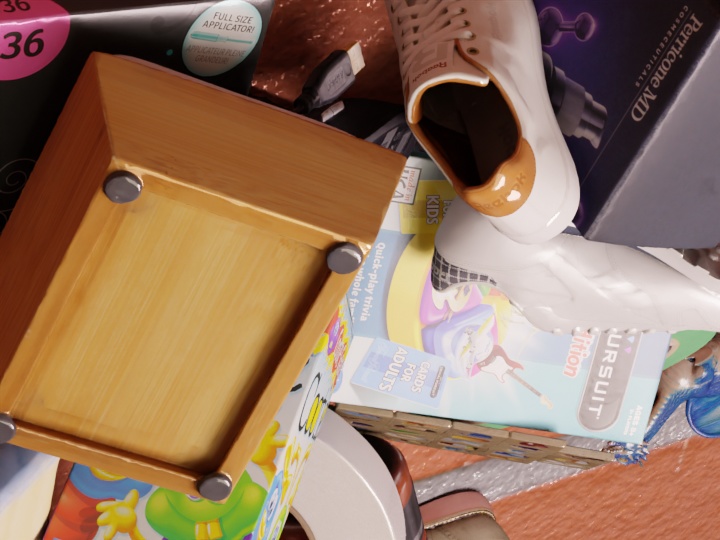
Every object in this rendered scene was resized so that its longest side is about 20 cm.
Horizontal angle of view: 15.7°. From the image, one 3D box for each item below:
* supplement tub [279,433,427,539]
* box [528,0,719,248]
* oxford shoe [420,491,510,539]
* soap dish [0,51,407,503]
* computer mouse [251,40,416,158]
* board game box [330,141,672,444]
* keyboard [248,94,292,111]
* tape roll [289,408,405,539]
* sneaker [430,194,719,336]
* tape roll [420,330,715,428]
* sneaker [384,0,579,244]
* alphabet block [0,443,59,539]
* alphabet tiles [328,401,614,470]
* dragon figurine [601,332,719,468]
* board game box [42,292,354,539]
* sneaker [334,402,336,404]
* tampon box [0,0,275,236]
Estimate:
[{"bbox_3d":[-0.001,0.207,1.608,0.106,0.107,0.201,-24,118,-16],"label":"supplement tub"},{"bbox_3d":[0.139,-0.131,1.386,0.104,0.200,0.148,2,129,-39],"label":"box"},{"bbox_3d":[0.017,0.219,1.777,0.199,0.074,0.071,-26,143,-15],"label":"oxford shoe"},{"bbox_3d":[-0.089,0.010,1.200,0.157,0.081,0.201,18,123,-20],"label":"soap dish"},{"bbox_3d":[-0.026,-0.068,1.308,0.200,0.046,0.141,-35,155,-50],"label":"computer mouse"},{"bbox_3d":[0.079,0.009,1.470,0.199,0.047,0.152,8,111,-12],"label":"board game box"},{"bbox_3d":[-0.114,-0.015,1.443,0.104,0.040,0.200,16,119,-48],"label":"keyboard"},{"bbox_3d":[-0.073,0.154,1.506,0.201,0.037,0.204,4,120,7],"label":"tape roll"},{"bbox_3d":[0.137,0.001,1.417,0.199,0.076,0.081,19,113,-8],"label":"sneaker"},{"bbox_3d":[0.121,0.048,1.626,0.199,0.048,0.201,-17,166,-4],"label":"tape roll"},{"bbox_3d":[0.051,-0.113,1.332,0.073,0.201,0.085,-34,150,19],"label":"sneaker"},{"bbox_3d":[-0.286,0.156,1.306,0.195,0.196,0.201,-44,157,-47],"label":"alphabet block"},{"bbox_3d":[0.046,0.097,1.554,0.199,0.006,0.166,10,172,-2],"label":"alphabet tiles"},{"bbox_3d":[0.247,0.075,1.820,0.199,0.059,0.100,-15,139,-26],"label":"dragon figurine"},{"bbox_3d":[-0.085,0.094,1.369,0.103,0.104,0.201,84,25,-72],"label":"board game box"},{"bbox_3d":[0.000,0.000,1.514,0.075,0.085,0.201,-19,140,-22],"label":"sneaker"},{"bbox_3d":[-0.151,-0.083,1.262,0.149,0.126,0.201,-11,137,-31],"label":"tampon box"}]
